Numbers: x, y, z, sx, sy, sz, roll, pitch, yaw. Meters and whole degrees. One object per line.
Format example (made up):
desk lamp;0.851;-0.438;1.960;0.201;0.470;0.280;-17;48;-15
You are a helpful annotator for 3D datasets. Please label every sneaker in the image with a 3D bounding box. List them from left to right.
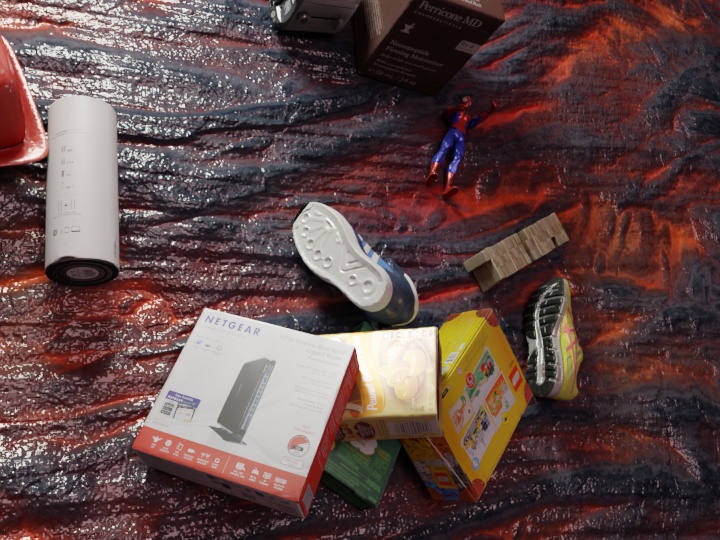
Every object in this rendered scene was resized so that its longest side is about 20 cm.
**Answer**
sneaker;0.000;0.000;0.987;0.200;0.081;0.146;46;7;31
sneaker;0.310;0.110;1.126;0.089;0.077;0.205;25;63;-29

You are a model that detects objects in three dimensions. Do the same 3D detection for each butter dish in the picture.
butter dish;-0.440;-0.215;0.737;0.196;0.149;0.203;-14;64;-35

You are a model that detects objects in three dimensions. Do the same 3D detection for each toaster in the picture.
toaster;-0.078;-0.464;1.112;0.126;0.113;0.206;0;67;-35

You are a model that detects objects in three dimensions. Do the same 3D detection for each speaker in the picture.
speaker;-0.316;-0.093;0.815;0.079;0.081;0.206;3;67;-30

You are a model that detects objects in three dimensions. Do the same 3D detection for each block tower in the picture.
block tower;0.255;-0.030;1.159;0.197;0.054;0.059;-24;81;-36

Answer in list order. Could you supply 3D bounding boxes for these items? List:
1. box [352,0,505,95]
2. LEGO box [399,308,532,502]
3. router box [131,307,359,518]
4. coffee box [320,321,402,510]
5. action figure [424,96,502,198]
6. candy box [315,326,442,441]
box;0.100;-0.422;1.146;0.162;0.199;0.169;7;65;-27
LEGO box;0.136;0.173;0.946;0.200;0.076;0.151;-46;115;-42
router box;-0.120;0.148;0.783;0.194;0.049;0.183;11;56;16
coffee box;0.004;0.183;0.914;0.122;0.044;0.203;36;55;-14
action figure;0.169;-0.225;1.170;0.064;0.099;0.204;29;54;-17
candy box;-0.002;0.135;0.842;0.194;0.056;0.118;-5;49;11
